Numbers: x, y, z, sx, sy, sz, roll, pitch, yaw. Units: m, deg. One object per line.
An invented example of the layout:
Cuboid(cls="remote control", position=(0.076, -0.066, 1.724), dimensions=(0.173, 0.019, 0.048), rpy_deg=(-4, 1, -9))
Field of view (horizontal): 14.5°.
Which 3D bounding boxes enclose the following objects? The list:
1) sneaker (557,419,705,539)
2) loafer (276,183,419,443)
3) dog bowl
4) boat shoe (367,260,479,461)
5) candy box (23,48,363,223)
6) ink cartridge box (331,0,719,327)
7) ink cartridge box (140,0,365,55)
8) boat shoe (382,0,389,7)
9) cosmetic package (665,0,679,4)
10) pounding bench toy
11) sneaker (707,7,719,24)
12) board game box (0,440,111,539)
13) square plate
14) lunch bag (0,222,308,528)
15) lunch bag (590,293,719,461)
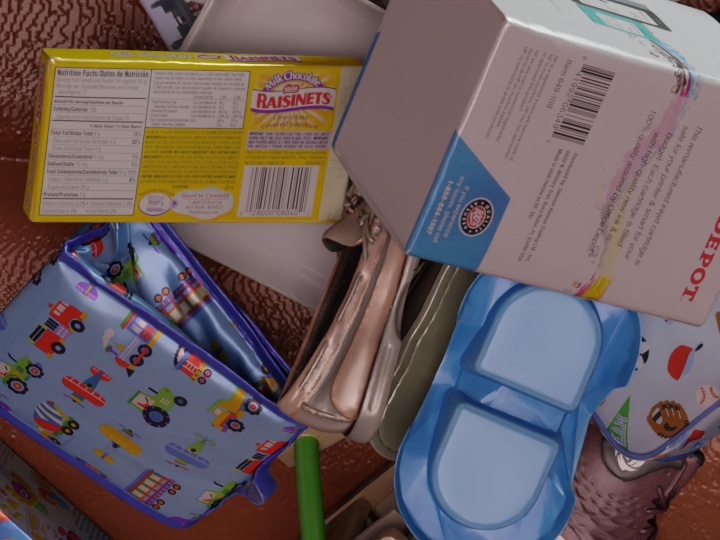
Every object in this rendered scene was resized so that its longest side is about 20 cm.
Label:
Cuboid(cls="sneaker", position=(0.184, 0.170, 1.797), dimensions=(0.115, 0.076, 0.200), rpy_deg=(-33, 100, 5))
Cuboid(cls="loafer", position=(0.000, 0.000, 1.691), dimensions=(0.063, 0.072, 0.201), rpy_deg=(14, 77, -9))
Cuboid(cls="dog bowl", position=(0.091, 0.079, 1.689), dimensions=(0.111, 0.050, 0.201), rpy_deg=(23, 93, -6))
Cuboid(cls="boat shoe", position=(0.056, 0.019, 1.738), dimensions=(0.072, 0.061, 0.202), rpy_deg=(34, 91, -31))
Cuboid(cls="candy box", position=(-0.097, -0.078, 1.676), dimensions=(0.199, 0.026, 0.103), rpy_deg=(0, 110, -24))
Cuboid(cls="ink cartridge box", position=(0.116, -0.081, 1.600), dimensions=(0.199, 0.146, 0.147), rpy_deg=(14, 111, -26))
Cuboid(cls="ink cartridge box", position=(-0.093, -0.212, 1.733), dimensions=(0.119, 0.042, 0.200), rpy_deg=(-28, 99, 7))
Cuboid(cls="boat shoe", position=(0.063, -0.146, 1.678), dimensions=(0.067, 0.074, 0.200), rpy_deg=(-33, 123, -3))
Cuboid(cls="cosmetic package", position=(0.219, -0.266, 1.686), dimensions=(0.200, 0.087, 0.103), rpy_deg=(-43, 100, 9))
Cuboid(cls="pounding bench toy", position=(0.002, 0.186, 1.750), dimensions=(0.124, 0.156, 0.200), rpy_deg=(-39, 99, 23))
Cuboid(cls="sneaker", position=(0.220, -0.112, 1.732), dimensions=(0.199, 0.070, 0.082), rpy_deg=(-22, 111, 10))
Cuboid(cls="board game box", position=(-0.214, 0.207, 1.799), dimensions=(0.200, 0.105, 0.103), rpy_deg=(43, 101, -7))
Cuboid(cls="square plate", position=(-0.035, -0.084, 1.741), dimensions=(0.199, 0.028, 0.198), rpy_deg=(26, 110, -19))
Cuboid(cls="lunch bag", position=(-0.128, 0.072, 1.735), dimensions=(0.200, 0.094, 0.151), rpy_deg=(44, 130, -4))
Cuboid(cls="lunch bag", position=(0.204, 0.009, 1.730), dimensions=(0.200, 0.075, 0.161), rpy_deg=(-41, 69, 17))
